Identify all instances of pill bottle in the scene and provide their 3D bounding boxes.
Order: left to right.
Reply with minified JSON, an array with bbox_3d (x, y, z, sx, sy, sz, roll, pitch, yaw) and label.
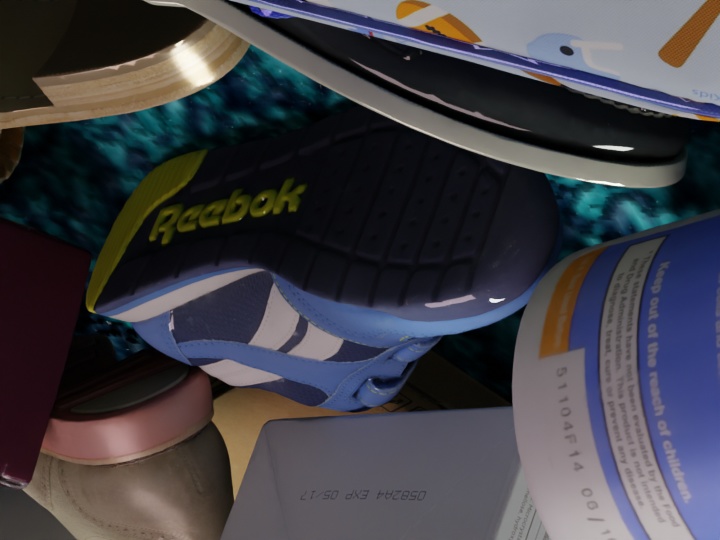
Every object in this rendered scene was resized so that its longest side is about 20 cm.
[{"bbox_3d":[0.149,0.025,0.765,0.200,0.112,0.112,-16,132,39],"label":"pill bottle"}]

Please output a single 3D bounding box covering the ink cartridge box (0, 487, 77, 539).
[{"bbox_3d":[-0.135,0.150,1.217,0.199,0.083,0.147,6,142,29],"label":"ink cartridge box"}]

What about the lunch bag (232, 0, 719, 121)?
[{"bbox_3d":[0.021,-0.118,0.655,0.199,0.076,0.161,17,138,15],"label":"lunch bag"}]

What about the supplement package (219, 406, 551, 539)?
[{"bbox_3d":[0.060,0.154,0.924,0.200,0.151,0.152,31,159,-29],"label":"supplement package"}]

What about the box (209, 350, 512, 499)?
[{"bbox_3d":[0.032,0.090,1.064,0.200,0.021,0.163,34,150,-16],"label":"box"}]

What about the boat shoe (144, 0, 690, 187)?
[{"bbox_3d":[0.003,-0.086,0.758,0.199,0.074,0.066,26,109,12],"label":"boat shoe"}]

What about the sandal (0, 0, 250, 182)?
[{"bbox_3d":[-0.117,-0.053,0.891,0.211,0.078,0.070,-2,140,30],"label":"sandal"}]

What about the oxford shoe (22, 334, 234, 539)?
[{"bbox_3d":[-0.103,0.069,1.031,0.200,0.071,0.074,10,122,66],"label":"oxford shoe"}]

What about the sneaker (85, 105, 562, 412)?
[{"bbox_3d":[0.000,0.000,0.896,0.082,0.074,0.200,41,155,-30],"label":"sneaker"}]

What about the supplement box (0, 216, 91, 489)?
[{"bbox_3d":[-0.203,0.010,0.987,0.200,0.086,0.110,8,170,45],"label":"supplement box"}]
